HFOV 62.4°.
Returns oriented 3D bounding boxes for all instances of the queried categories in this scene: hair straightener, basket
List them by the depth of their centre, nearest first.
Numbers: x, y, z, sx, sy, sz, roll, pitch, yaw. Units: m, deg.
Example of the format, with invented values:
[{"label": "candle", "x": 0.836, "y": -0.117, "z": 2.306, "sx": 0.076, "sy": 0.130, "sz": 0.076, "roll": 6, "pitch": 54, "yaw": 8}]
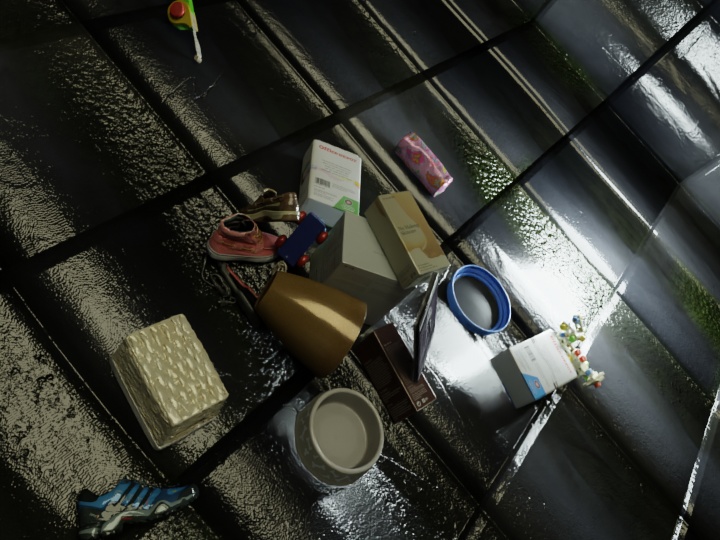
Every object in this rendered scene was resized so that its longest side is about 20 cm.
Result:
[{"label": "basket", "x": -0.350, "y": 0.198, "z": 1.091, "sx": 0.135, "sy": 0.123, "sz": 0.201, "roll": -24, "pitch": 75, "yaw": -41}, {"label": "hair straightener", "x": -0.280, "y": 0.043, "z": 1.288, "sx": 0.201, "sy": 0.041, "sz": 0.077, "roll": 51, "pitch": 48, "yaw": 5}]

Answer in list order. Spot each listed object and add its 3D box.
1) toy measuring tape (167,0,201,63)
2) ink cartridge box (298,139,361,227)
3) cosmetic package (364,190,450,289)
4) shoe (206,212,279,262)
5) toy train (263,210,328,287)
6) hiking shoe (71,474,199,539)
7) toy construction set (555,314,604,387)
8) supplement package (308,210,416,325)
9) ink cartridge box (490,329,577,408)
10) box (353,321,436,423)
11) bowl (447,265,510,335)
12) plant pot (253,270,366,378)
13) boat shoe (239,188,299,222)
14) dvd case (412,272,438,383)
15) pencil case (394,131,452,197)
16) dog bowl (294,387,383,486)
[{"label": "toy measuring tape", "x": -0.476, "y": -0.650, "z": 1.598, "sx": 0.073, "sy": 0.073, "sz": 0.204, "roll": -8, "pitch": 83, "yaw": -35}, {"label": "ink cartridge box", "x": -0.080, "y": -0.222, "z": 1.552, "sx": 0.143, "sy": 0.084, "sz": 0.203, "roll": 17, "pitch": 54, "yaw": -22}, {"label": "cosmetic package", "x": 0.102, "y": -0.070, "z": 1.313, "sx": 0.104, "sy": 0.071, "sz": 0.202, "roll": -16, "pitch": 71, "yaw": -38}, {"label": "shoe", "x": -0.243, "y": -0.073, "z": 1.335, "sx": 0.198, "sy": 0.091, "sz": 0.072, "roll": -3, "pitch": 54, "yaw": -44}, {"label": "toy train", "x": -0.155, "y": -0.047, "z": 1.395, "sx": 0.084, "sy": 0.201, "sz": 0.116, "roll": 41, "pitch": 8, "yaw": -2}, {"label": "hiking shoe", "x": -0.370, "y": 0.381, "z": 0.996, "sx": 0.197, "sy": 0.074, "sz": 0.088, "roll": -6, "pitch": 66, "yaw": -35}, {"label": "toy construction set", "x": 0.612, "y": 0.236, "z": 1.669, "sx": 0.091, "sy": 0.131, "sz": 0.203, "roll": -6, "pitch": 65, "yaw": -34}, {"label": "supplement package", "x": 0.000, "y": 0.000, "z": 1.386, "sx": 0.189, "sy": 0.200, "sz": 0.149, "roll": 19, "pitch": 52, "yaw": -22}, {"label": "ink cartridge box", "x": 0.466, "y": 0.261, "z": 1.592, "sx": 0.198, "sy": 0.084, "sz": 0.148, "roll": -13, "pitch": 70, "yaw": -38}, {"label": "box", "x": 0.076, "y": 0.233, "z": 1.355, "sx": 0.074, "sy": 0.100, "sz": 0.202, "roll": -21, "pitch": 75, "yaw": -39}, {"label": "bowl", "x": 0.323, "y": 0.083, "z": 1.635, "sx": 0.198, "sy": 0.039, "sz": 0.204, "roll": 16, "pitch": 54, "yaw": -24}, {"label": "plant pot", "x": -0.119, "y": 0.095, "z": 1.254, "sx": 0.198, "sy": 0.186, "sz": 0.188, "roll": 33, "pitch": 49, "yaw": -13}, {"label": "boat shoe", "x": -0.206, "y": -0.148, "z": 1.352, "sx": 0.074, "sy": 0.200, "sz": 0.076, "roll": -4, "pitch": 96, "yaw": -47}, {"label": "dvd case", "x": 0.139, "y": 0.125, "z": 1.279, "sx": 0.016, "sy": 0.202, "sz": 0.150, "roll": 13, "pitch": 48, "yaw": 15}, {"label": "pencil case", "x": 0.188, "y": -0.319, "z": 1.786, "sx": 0.201, "sy": 0.087, "sz": 0.087, "roll": 49, "pitch": 48, "yaw": 5}, {"label": "dog bowl", "x": -0.038, "y": 0.340, "z": 1.243, "sx": 0.197, "sy": 0.059, "sz": 0.203, "roll": 16, "pitch": 55, "yaw": -24}]
